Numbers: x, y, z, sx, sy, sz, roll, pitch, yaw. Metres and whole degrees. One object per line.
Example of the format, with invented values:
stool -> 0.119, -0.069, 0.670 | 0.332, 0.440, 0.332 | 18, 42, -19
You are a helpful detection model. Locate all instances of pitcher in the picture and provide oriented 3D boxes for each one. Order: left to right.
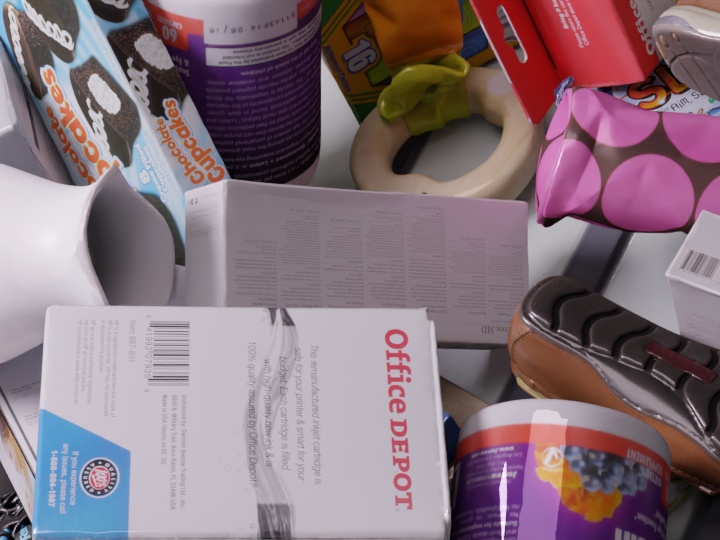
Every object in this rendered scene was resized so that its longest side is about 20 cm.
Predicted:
pitcher -> -0.192, 0.003, 1.261 | 0.198, 0.171, 0.122 | -4, 71, 23

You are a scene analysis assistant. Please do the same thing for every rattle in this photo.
rattle -> 0.036, -0.075, 1.362 | 0.129, 0.144, 0.201 | 15, 52, 14

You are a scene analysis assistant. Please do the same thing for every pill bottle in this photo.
pill bottle -> -0.079, -0.106, 1.376 | 0.110, 0.201, 0.112 | 0, 36, 0
pill bottle -> 0.092, 0.175, 1.124 | 0.110, 0.111, 0.202 | -3, 64, 24

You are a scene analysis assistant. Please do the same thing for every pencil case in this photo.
pencil case -> 0.196, -0.046, 1.251 | 0.198, 0.094, 0.092 | 12, 69, 2

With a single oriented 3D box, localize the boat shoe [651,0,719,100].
boat shoe -> 0.257, -0.127, 1.286 | 0.199, 0.076, 0.072 | 26, 66, 38

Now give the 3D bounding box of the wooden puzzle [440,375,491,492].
wooden puzzle -> -0.016, 0.122, 1.273 | 0.199, 0.046, 0.185 | 30, 72, 40

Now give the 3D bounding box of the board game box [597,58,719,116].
board game box -> 0.254, -0.112, 1.351 | 0.199, 0.035, 0.136 | -29, 45, 2

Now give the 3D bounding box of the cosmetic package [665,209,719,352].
cosmetic package -> 0.260, 0.037, 1.171 | 0.199, 0.083, 0.051 | 20, 61, 27

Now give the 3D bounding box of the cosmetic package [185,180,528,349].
cosmetic package -> 0.000, 0.000, 1.262 | 0.050, 0.198, 0.083 | -13, 76, 57

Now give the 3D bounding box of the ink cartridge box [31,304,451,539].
ink cartridge box -> -0.060, 0.097, 1.140 | 0.198, 0.084, 0.146 | 1, 48, -4

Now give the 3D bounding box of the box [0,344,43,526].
box -> -0.126, 0.109, 1.251 | 0.116, 0.061, 0.200 | -17, 39, -19

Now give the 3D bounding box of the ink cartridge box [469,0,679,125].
ink cartridge box -> 0.151, -0.190, 1.375 | 0.067, 0.117, 0.200 | -3, 36, 43

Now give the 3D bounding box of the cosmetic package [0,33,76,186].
cosmetic package -> -0.261, -0.015, 1.409 | 0.198, 0.201, 0.123 | -26, 43, 4

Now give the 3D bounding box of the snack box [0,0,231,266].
snack box -> -0.140, -0.089, 1.322 | 0.037, 0.201, 0.116 | -27, 0, -32

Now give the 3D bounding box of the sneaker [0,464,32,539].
sneaker -> -0.175, 0.151, 1.308 | 0.073, 0.082, 0.200 | -36, 44, -2

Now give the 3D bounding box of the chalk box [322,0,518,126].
chalk box -> 0.047, -0.212, 1.476 | 0.199, 0.124, 0.125 | -30, 46, 0

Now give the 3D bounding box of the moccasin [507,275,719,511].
moccasin -> 0.163, 0.081, 1.207 | 0.200, 0.078, 0.074 | 26, 49, 19
